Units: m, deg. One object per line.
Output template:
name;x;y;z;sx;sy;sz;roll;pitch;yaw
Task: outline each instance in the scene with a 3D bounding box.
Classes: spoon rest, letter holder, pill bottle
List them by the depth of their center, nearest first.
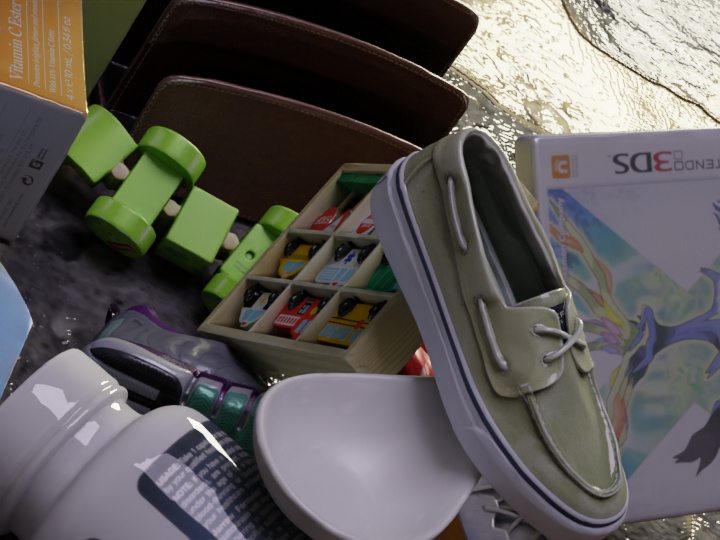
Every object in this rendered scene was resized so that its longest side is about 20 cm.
pill bottle;-0.085;0.133;1.265;0.200;0.120;0.120;41;33;8
spoon rest;0.027;0.081;1.274;0.200;0.061;0.099;-8;54;-53
letter holder;-0.033;-0.107;1.599;0.200;0.142;0.101;18;36;-26

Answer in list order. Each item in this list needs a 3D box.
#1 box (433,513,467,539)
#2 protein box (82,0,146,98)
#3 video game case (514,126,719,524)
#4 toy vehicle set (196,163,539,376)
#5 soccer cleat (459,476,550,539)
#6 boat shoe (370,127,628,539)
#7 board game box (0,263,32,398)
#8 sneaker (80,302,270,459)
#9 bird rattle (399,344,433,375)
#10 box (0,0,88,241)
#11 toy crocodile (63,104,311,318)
box;0.048;0.188;1.322;0.041;0.119;0.200;-17;47;-4
protein box;-0.200;-0.235;1.556;0.198;0.200;0.135;22;35;-19
video game case;0.165;0.026;1.427;0.182;0.022;0.200;-4;91;-31
toy vehicle set;0.000;0.000;1.402;0.027;0.124;0.200;46;-15;-19
soccer cleat;0.092;0.155;1.409;0.200;0.069;0.085;55;6;5
boat shoe;0.069;0.029;1.259;0.072;0.062;0.200;-20;77;-43
board game box;-0.248;0.031;1.327;0.158;0.039;0.200;33;37;-14
sneaker;-0.049;0.076;1.418;0.200;0.074;0.088;30;28;-7
bird rattle;0.048;0.018;1.535;0.200;0.113;0.163;-11;82;-39
box;-0.254;-0.117;1.452;0.200;0.097;0.124;19;36;-23
toy crocodile;-0.086;-0.018;1.519;0.200;0.062;0.068;35;72;-4
